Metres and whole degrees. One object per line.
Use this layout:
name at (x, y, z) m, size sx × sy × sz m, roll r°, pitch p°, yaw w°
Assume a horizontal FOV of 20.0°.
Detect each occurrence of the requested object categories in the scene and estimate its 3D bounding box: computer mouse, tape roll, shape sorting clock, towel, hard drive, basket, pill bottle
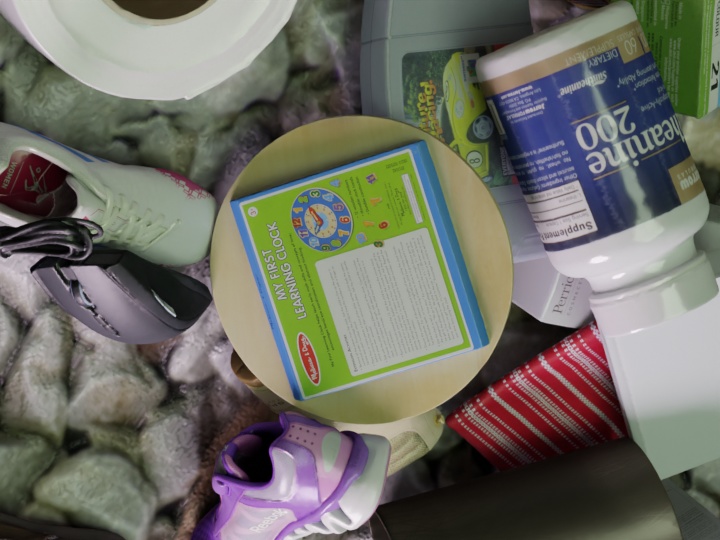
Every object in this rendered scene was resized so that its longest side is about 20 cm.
computer mouse at (-0.188, 0.015, 1.281) m, size 0.200 × 0.140 × 0.046 m, roll 35°, pitch 56°, yaw -64°
tape roll at (-0.130, -0.207, 1.239) m, size 0.202 × 0.071 × 0.203 m, roll -10°, pitch 114°, yaw -25°
shape sorting clock at (0.000, 0.000, 1.311) m, size 0.199 × 0.039 × 0.201 m, roll 1°, pitch 99°, yaw 8°
towel at (0.177, 0.091, 1.491) m, size 0.200 × 0.023 × 0.145 m, roll -33°, pitch 136°, yaw 13°
hard drive at (0.246, 0.066, 1.456) m, size 0.131 × 0.026 × 0.200 m, roll -21°, pitch 137°, yaw 1°
basket at (0.124, 0.209, 1.477) m, size 0.199 × 0.136 × 0.181 m, roll -20°, pitch 133°, yaw -9°
pill bottle at (0.160, -0.064, 1.324) m, size 0.111 × 0.111 × 0.201 m, roll -24°, pitch 96°, yaw -17°

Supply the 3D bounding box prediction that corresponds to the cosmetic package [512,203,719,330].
cosmetic package at (0.209, -0.005, 1.497) m, size 0.199 × 0.071 × 0.102 m, roll 10°, pitch 105°, yaw -30°

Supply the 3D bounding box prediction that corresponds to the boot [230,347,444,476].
boot at (0.022, 0.046, 1.420) m, size 0.200 × 0.073 × 0.156 m, roll -46°, pitch 127°, yaw -11°

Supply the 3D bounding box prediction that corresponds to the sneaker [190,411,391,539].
sneaker at (-0.067, 0.146, 1.367) m, size 0.088 × 0.200 × 0.081 m, roll 29°, pitch 51°, yaw -22°

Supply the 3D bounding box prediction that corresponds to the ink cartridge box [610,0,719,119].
ink cartridge box at (0.254, -0.209, 1.388) m, size 0.200 × 0.076 × 0.148 m, roll -30°, pitch 129°, yaw -42°

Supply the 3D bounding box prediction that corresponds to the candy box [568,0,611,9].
candy box at (0.113, -0.265, 1.341) m, size 0.200 × 0.055 × 0.116 m, roll 26°, pitch 85°, yaw -33°

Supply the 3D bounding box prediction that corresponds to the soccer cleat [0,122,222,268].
soccer cleat at (-0.165, -0.036, 1.279) m, size 0.199 × 0.086 × 0.070 m, roll 17°, pitch 101°, yaw -32°

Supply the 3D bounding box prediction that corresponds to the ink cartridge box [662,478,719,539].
ink cartridge box at (0.239, 0.257, 1.539) m, size 0.136 × 0.200 × 0.077 m, roll -29°, pitch 120°, yaw -14°

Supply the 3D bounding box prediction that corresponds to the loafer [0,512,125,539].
loafer at (-0.221, 0.203, 1.339) m, size 0.199 × 0.071 × 0.073 m, roll 5°, pitch 110°, yaw -39°

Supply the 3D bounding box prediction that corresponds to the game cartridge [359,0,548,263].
game cartridge at (0.064, -0.099, 1.357) m, size 0.133 × 0.041 × 0.201 m, roll -11°, pitch 93°, yaw -31°
